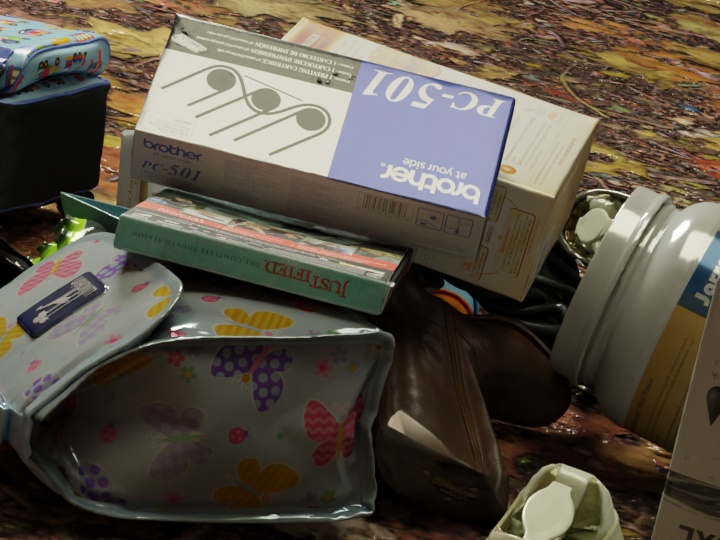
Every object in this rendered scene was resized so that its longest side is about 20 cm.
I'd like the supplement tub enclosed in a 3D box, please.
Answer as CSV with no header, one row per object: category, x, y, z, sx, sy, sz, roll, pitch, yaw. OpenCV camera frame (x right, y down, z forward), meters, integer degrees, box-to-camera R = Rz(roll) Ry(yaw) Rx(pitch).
supplement tub,0.226,0.049,1.580,0.199,0.145,0.145,27,18,11

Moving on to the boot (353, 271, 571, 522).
boot,0.067,0.089,1.531,0.186,0.064,0.200,30,20,-26

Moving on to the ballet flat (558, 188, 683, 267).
ballet flat,0.192,-0.011,1.712,0.064,0.068,0.200,25,-4,-31

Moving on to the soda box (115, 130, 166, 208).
soda box,-0.070,-0.057,1.906,0.199,0.068,0.064,5,0,-25

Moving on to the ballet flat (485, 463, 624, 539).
ballet flat,0.100,0.135,1.380,0.069,0.070,0.200,16,15,13

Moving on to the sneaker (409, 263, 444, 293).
sneaker,0.000,0.000,1.713,0.076,0.077,0.200,51,0,-5

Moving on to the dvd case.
dvd case,-0.046,-0.015,1.462,0.145,0.022,0.200,14,9,3

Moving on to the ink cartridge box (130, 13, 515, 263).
ink cartridge box,-0.020,-0.075,1.504,0.199,0.044,0.094,14,51,2

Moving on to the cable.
cable,0.107,0.007,1.725,0.200,0.051,0.163,39,11,-26

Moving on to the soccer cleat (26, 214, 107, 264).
soccer cleat,-0.158,0.015,1.627,0.081,0.068,0.200,46,-7,-17

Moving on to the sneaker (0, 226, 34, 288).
sneaker,-0.278,-0.002,1.544,0.199,0.077,0.111,10,4,-33

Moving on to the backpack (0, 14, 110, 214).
backpack,-0.290,-0.112,1.832,0.199,0.135,0.182,15,14,21

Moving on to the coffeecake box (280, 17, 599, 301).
coffeecake box,0.028,-0.070,1.621,0.199,0.073,0.154,20,24,8

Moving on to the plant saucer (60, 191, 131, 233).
plant saucer,-0.114,-0.019,1.775,0.070,0.019,0.200,24,7,34

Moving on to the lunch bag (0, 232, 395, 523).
lunch bag,-0.103,0.053,1.403,0.199,0.128,0.170,0,14,-20

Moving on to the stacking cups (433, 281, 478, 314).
stacking cups,0.051,0.034,1.742,0.060,0.061,0.200,12,20,-1

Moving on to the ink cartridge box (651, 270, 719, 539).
ink cartridge box,0.231,0.102,1.351,0.145,0.201,0.083,16,19,12
